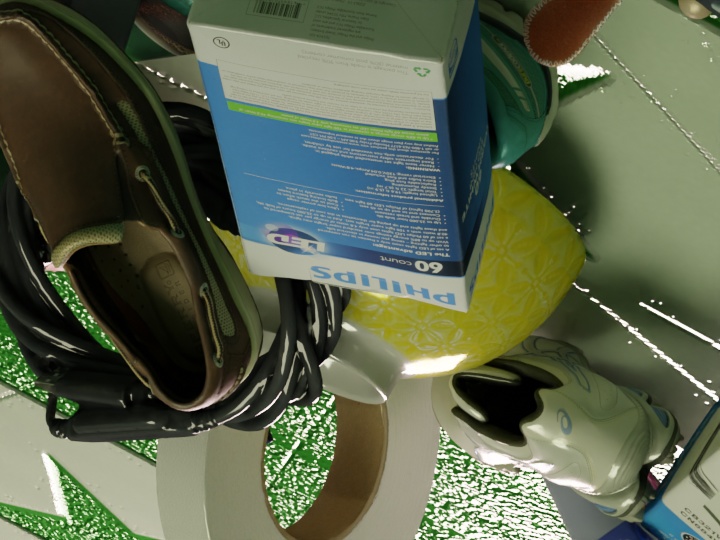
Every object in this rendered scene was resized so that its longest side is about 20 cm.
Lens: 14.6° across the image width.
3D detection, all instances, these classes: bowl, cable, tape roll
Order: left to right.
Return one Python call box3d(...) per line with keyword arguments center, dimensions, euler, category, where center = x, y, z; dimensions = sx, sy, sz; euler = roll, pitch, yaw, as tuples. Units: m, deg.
box3d(center=(-0.089, -0.001, 1.330), dimensions=(0.199, 0.164, 0.051), euler=(-7, -178, 34), category="cable")
box3d(center=(-0.030, 0.092, 1.497), dimensions=(0.037, 0.203, 0.203), euler=(7, 146, 38), category="tape roll")
box3d(center=(0.000, 0.000, 1.370), dimensions=(0.199, 0.108, 0.200), euler=(24, 166, 6), category="bowl")

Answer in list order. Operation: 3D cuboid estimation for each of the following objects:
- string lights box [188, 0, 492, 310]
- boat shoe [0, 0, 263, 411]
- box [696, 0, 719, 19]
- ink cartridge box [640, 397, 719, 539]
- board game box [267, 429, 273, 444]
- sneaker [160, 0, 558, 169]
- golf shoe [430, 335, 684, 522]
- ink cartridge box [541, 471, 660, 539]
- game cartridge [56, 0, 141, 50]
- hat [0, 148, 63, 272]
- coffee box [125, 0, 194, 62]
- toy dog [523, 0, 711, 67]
box3d(center=(-0.003, -0.061, 1.160), dimensions=(0.102, 0.059, 0.200), euler=(10, 153, 10), category="string lights box")
box3d(center=(-0.110, -0.029, 1.232), dimensions=(0.074, 0.075, 0.203), euler=(-31, 100, 21), category="boat shoe")
box3d(center=(0.205, -0.140, 1.011), dimensions=(0.200, 0.107, 0.148), euler=(35, 150, -17), category="box")
box3d(center=(0.233, 0.108, 1.329), dimensions=(0.146, 0.084, 0.200), euler=(37, 160, 4), category="ink cartridge box")
box3d(center=(-0.118, -0.004, 1.494), dimensions=(0.034, 0.136, 0.200), euler=(-28, 135, 5), category="board game box")
box3d(center=(-0.004, -0.107, 1.256), dimensions=(0.199, 0.080, 0.078), euler=(23, 127, 1), category="sneaker")
box3d(center=(0.078, 0.062, 1.440), dimensions=(0.097, 0.079, 0.200), euler=(27, 174, -29), category="golf shoe")
box3d(center=(0.147, 0.147, 1.478), dimensions=(0.042, 0.200, 0.119), euler=(-36, 124, 12), category="ink cartridge box")
box3d(center=(-0.200, -0.125, 1.263), dimensions=(0.199, 0.041, 0.133), euler=(3, 147, -15), category="game cartridge")
box3d(center=(-0.167, -0.032, 1.518), dimensions=(0.175, 0.167, 0.200), euler=(8, -161, -25), category="hat")
box3d(center=(-0.152, -0.150, 1.359), dimensions=(0.199, 0.044, 0.123), euler=(-2, 141, 43), category="coffee box")
box3d(center=(0.060, -0.142, 1.139), dimensions=(0.199, 0.097, 0.132), euler=(10, 148, 29), category="toy dog")
